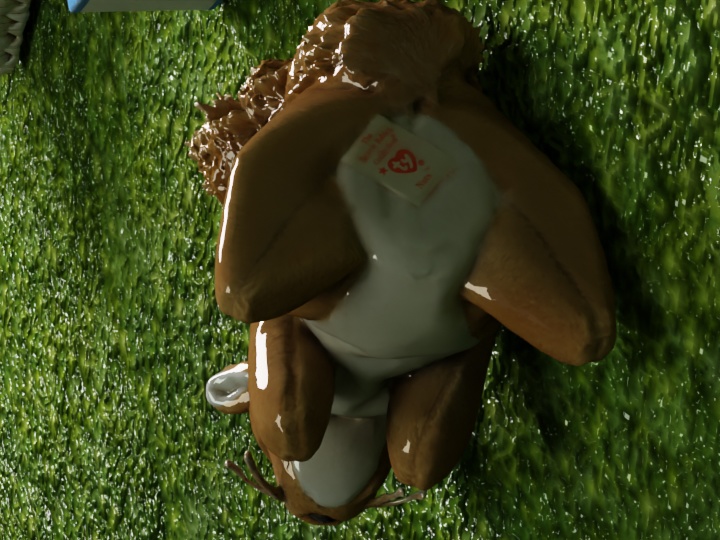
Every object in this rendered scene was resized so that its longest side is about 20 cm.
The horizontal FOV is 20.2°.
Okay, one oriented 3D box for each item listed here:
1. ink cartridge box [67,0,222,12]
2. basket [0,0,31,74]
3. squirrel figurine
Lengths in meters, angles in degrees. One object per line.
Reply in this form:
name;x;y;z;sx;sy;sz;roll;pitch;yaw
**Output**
ink cartridge box;-0.100;-0.243;0.968;0.144;0.084;0.201;-34;64;60
basket;-0.315;-0.229;1.273;0.200;0.198;0.161;61;149;36
squirrel figurine;0.000;0.000;0.807;0.187;0.141;0.201;106;161;-54
